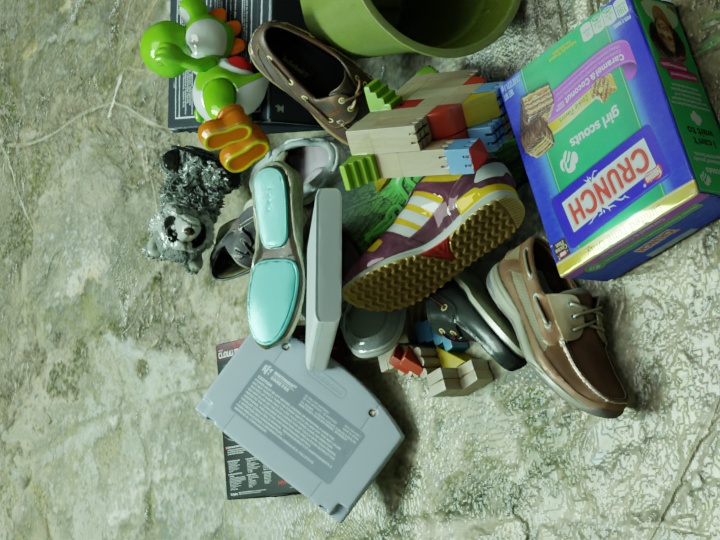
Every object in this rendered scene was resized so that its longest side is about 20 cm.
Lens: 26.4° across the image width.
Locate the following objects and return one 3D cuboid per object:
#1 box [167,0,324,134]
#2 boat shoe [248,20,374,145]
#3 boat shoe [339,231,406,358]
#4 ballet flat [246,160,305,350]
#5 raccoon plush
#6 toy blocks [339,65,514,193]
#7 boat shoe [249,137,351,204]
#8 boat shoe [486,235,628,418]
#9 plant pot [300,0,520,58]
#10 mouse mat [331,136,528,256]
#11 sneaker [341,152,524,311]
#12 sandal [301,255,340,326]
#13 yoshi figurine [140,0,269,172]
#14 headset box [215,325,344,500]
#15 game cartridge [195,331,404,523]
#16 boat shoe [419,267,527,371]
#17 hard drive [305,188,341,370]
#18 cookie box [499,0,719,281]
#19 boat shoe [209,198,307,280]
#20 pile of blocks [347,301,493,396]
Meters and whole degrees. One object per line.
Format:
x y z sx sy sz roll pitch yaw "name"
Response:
-0.115 -0.257 1.740 0.198 0.123 0.201 3 92 50 "box"
-0.029 -0.187 1.585 0.071 0.200 0.070 -61 11 -11 "boat shoe"
0.001 -0.001 1.586 0.074 0.065 0.202 -16 51 19 "boat shoe"
-0.080 -0.015 1.624 0.067 0.062 0.201 2 88 24 "ballet flat"
-0.194 -0.071 1.817 0.096 0.200 0.134 19 96 4 "raccoon plush"
0.084 -0.142 1.463 0.136 0.200 0.100 -1 116 32 "toy blocks"
-0.066 -0.114 1.707 0.202 0.065 0.075 -3 85 52 "boat shoe"
0.186 0.048 1.404 0.072 0.076 0.200 -55 51 30 "boat shoe"
0.032 -0.291 1.543 0.190 0.199 0.201 -14 77 62 "plant pot"
0.067 -0.087 1.540 0.200 0.008 0.161 -41 53 9 "mouse mat"
0.062 -0.038 1.480 0.200 0.075 0.090 -30 47 13 "sneaker"
-0.048 0.016 1.712 0.200 0.048 0.076 24 105 62 "sandal"
-0.176 -0.201 1.642 0.112 0.112 0.200 -51 50 43 "yoshi figurine"
-0.087 0.151 1.720 0.149 0.077 0.201 -16 74 48 "headset box"
-0.059 0.154 1.622 0.200 0.040 0.133 37 91 10 "game cartridge"
0.103 0.043 1.494 0.063 0.074 0.201 -52 42 9 "boat shoe"
-0.038 0.014 1.529 0.200 0.027 0.132 107 163 -73 "hard drive"
0.228 -0.115 1.360 0.171 0.075 0.201 -35 63 42 "cookie box"
-0.120 -0.031 1.743 0.200 0.072 0.065 -24 43 60 "boat shoe"
0.049 0.074 1.573 0.200 0.062 0.082 18 102 49 "pile of blocks"
